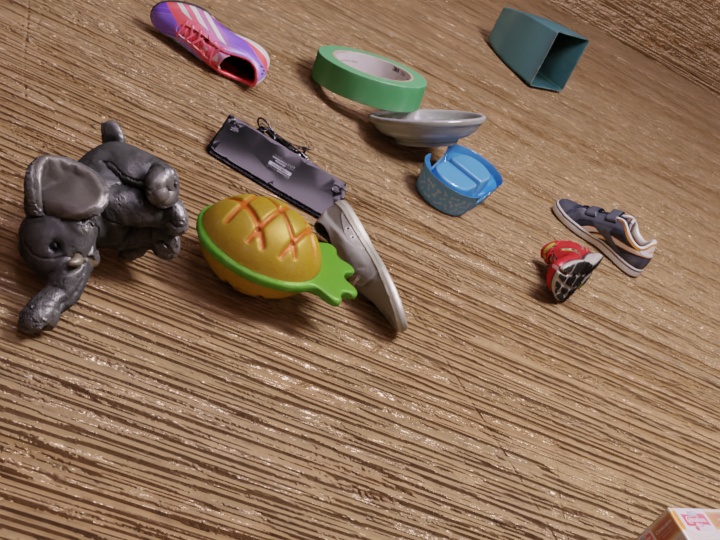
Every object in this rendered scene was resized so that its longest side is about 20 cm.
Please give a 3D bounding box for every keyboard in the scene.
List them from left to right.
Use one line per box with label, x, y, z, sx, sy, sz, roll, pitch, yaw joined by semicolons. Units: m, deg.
keyboard;-0.112;-0.142;1.343;0.199;0.040;0.104;32;53;-5

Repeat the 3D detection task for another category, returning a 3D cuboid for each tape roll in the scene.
tape roll;0.015;-0.336;1.678;0.199;0.048;0.201;16;25;-7

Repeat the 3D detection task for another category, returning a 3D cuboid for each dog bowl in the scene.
dog bowl;0.161;-0.148;1.587;0.111;0.050;0.200;40;31;12

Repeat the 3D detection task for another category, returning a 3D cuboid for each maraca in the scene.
maraca;-0.093;-0.019;1.092;0.199;0.107;0.137;22;34;-20

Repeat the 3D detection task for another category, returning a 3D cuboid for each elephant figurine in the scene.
elephant figurine;-0.282;-0.049;0.948;0.199;0.142;0.155;-23;31;-38

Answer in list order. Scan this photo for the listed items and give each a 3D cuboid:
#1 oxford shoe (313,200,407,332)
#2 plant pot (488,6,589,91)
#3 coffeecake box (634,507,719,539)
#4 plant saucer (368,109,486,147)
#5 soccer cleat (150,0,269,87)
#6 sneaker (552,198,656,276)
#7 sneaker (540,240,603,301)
oxford shoe;0.000;0.000;1.213;0.058;0.075;0.201;-27;65;-10
plant pot;0.422;-0.558;2.364;0.141;0.142;0.200;-2;38;-46
coffeecake box;0.418;0.365;1.057;0.153;0.073;0.200;11;37;-34
plant saucer;0.112;-0.240;1.626;0.199;0.051;0.200;1;14;0
soccer cleat;-0.235;-0.352;1.489;0.199;0.068;0.073;27;34;-16
sneaker;0.447;-0.081;1.740;0.200;0.080;0.078;40;31;14
sneaker;0.319;-0.008;1.525;0.085;0.077;0.200;37;19;17
